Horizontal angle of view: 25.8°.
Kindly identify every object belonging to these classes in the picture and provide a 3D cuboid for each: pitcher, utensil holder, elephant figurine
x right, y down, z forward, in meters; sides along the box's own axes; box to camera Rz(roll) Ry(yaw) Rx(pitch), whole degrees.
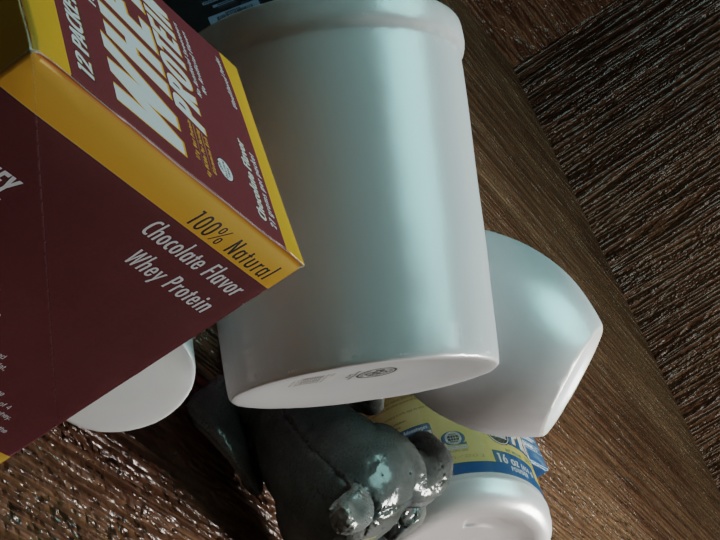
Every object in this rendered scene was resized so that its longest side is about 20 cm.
[{"bbox_3d":[0.048,0.040,1.038,0.199,0.173,0.121,29,48,15],"label":"pitcher"},{"bbox_3d":[-0.009,-0.034,0.899,0.170,0.168,0.203,20,60,-67],"label":"utensil holder"},{"bbox_3d":[-0.047,0.099,1.029,0.141,0.156,0.201,-22,66,-42],"label":"elephant figurine"}]

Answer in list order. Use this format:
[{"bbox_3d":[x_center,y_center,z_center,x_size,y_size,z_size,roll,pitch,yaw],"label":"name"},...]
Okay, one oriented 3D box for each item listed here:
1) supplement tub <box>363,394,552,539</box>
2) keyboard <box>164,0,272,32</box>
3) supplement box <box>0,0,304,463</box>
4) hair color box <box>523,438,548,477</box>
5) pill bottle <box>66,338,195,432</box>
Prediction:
[{"bbox_3d":[0.050,0.138,1.184,0.145,0.144,0.201,44,20,-43],"label":"supplement tub"},{"bbox_3d":[-0.091,-0.184,1.006,0.128,0.198,0.021,65,-14,8],"label":"keyboard"},{"bbox_3d":[-0.170,-0.040,0.704,0.197,0.199,0.134,39,23,-51],"label":"supplement box"},{"bbox_3d":[0.081,0.114,1.425,0.060,0.099,0.202,33,28,-55],"label":"hair color box"},{"bbox_3d":[-0.146,-0.009,0.898,0.112,0.112,0.201,45,19,-40],"label":"pill bottle"}]
